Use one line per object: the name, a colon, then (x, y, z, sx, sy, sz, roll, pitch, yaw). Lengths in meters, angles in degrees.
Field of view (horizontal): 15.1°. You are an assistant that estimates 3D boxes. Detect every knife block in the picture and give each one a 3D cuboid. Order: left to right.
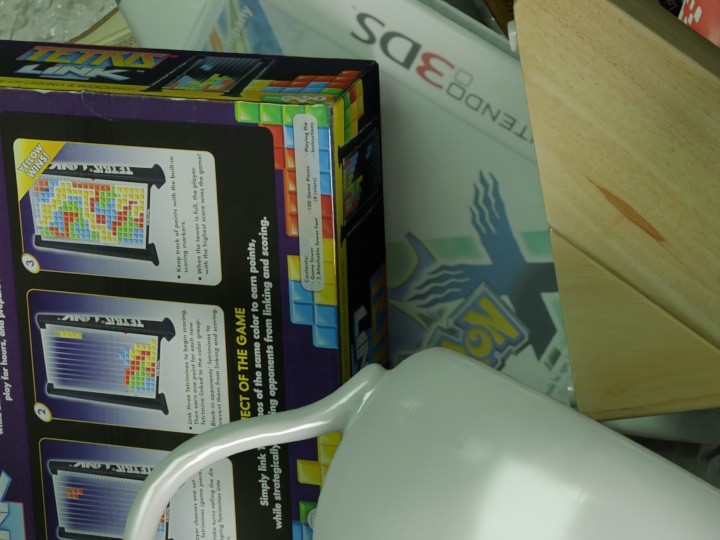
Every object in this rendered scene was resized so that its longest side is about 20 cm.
knife block: (0.147, -0.015, 0.856, 0.175, 0.064, 0.200, -9, 102, 8)

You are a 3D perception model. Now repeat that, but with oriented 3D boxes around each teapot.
teapot: (0.055, 0.124, 0.850, 0.200, 0.197, 0.146, 27, 85, 44)

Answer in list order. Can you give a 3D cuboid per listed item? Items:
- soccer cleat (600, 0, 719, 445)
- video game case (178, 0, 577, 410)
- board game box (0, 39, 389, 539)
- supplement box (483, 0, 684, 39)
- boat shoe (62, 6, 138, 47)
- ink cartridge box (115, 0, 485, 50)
soccer cleat: (0.118, -0.034, 0.964, 0.085, 0.069, 0.200, -11, 68, 32)
video game case: (0.000, 0.000, 0.947, 0.182, 0.022, 0.200, 31, 117, 4)
board game box: (-0.075, 0.024, 0.938, 0.165, 0.057, 0.200, 6, 112, 18)
supplement box: (0.052, -0.179, 1.048, 0.086, 0.110, 0.200, -31, 52, 4)
boat shoe: (-0.119, -0.055, 1.145, 0.200, 0.071, 0.065, -32, 53, 17)
ink cartridge box: (-0.039, -0.131, 1.042, 0.084, 0.146, 0.200, -36, 68, 20)
